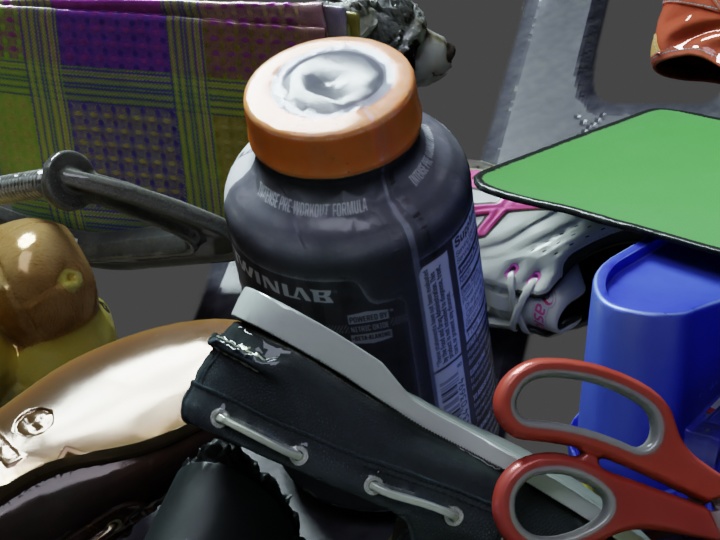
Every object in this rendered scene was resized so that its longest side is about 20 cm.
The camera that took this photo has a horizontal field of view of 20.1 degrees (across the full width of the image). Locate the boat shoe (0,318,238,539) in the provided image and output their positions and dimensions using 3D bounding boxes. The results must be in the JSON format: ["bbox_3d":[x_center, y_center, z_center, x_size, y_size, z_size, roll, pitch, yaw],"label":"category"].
[{"bbox_3d":[-0.123,0.086,0.841,0.200,0.070,0.070,-24,37,-15],"label":"boat shoe"}]

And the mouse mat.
[{"bbox_3d":[0.171,-0.036,0.902,0.200,0.008,0.161,19,28,38],"label":"mouse mat"}]

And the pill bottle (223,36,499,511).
[{"bbox_3d":[0.000,0.000,0.877,0.106,0.200,0.106,-6,39,5],"label":"pill bottle"}]

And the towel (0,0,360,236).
[{"bbox_3d":[-0.092,-0.072,1.012,0.200,0.144,0.023,5,32,17],"label":"towel"}]

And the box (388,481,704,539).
[{"bbox_3d":[0.101,0.146,0.809,0.200,0.048,0.117,13,47,29],"label":"box"}]

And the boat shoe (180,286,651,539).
[{"bbox_3d":[0.026,0.081,0.782,0.200,0.076,0.060,31,87,0],"label":"boat shoe"}]

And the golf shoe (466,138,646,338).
[{"bbox_3d":[0.069,-0.008,0.965,0.200,0.073,0.092,-10,38,3],"label":"golf shoe"}]

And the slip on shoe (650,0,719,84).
[{"bbox_3d":[0.230,-0.090,1.004,0.200,0.074,0.061,28,90,29],"label":"slip on shoe"}]

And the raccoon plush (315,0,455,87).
[{"bbox_3d":[-0.050,-0.082,1.032,0.200,0.134,0.097,-17,42,-6],"label":"raccoon plush"}]

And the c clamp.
[{"bbox_3d":[-0.156,-0.028,0.979,0.200,0.171,0.027,-2,68,45],"label":"c clamp"}]

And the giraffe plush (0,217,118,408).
[{"bbox_3d":[-0.180,0.039,0.923,0.162,0.200,0.173,-10,49,-25],"label":"giraffe plush"}]

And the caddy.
[{"bbox_3d":[0.173,0.047,0.846,0.141,0.105,0.200,16,26,33],"label":"caddy"}]

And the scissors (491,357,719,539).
[{"bbox_3d":[0.141,0.085,0.752,0.200,0.014,0.073,14,83,-7],"label":"scissors"}]

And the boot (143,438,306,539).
[{"bbox_3d":[-0.078,0.135,0.758,0.073,0.198,0.163,12,53,21],"label":"boot"}]
